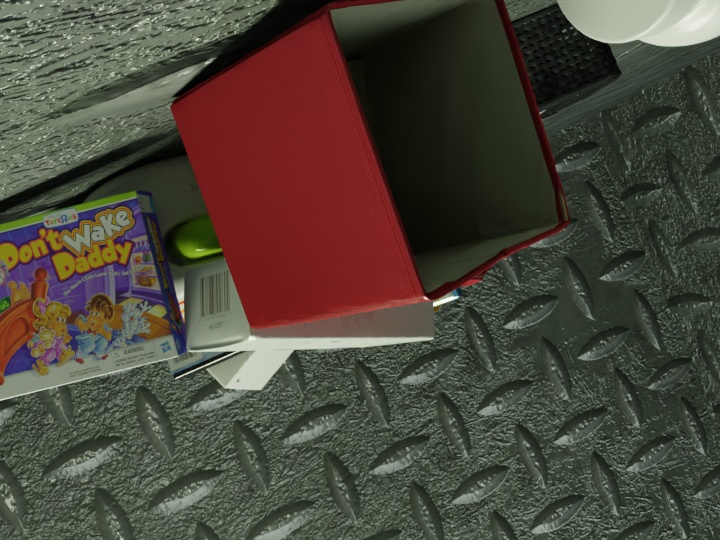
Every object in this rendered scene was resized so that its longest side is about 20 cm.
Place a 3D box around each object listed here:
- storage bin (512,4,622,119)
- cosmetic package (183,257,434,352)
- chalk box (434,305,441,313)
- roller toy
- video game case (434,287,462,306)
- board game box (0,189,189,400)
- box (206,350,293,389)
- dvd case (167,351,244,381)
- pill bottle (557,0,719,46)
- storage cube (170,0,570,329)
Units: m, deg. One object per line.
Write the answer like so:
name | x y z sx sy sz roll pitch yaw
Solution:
storage bin | 0.158 -0.201 0.889 0.200 0.094 0.135 -23 180 -9
cosmetic package | -0.039 0.030 0.699 0.200 0.074 0.102 5 168 -41
chalk box | 0.009 0.008 1.152 0.200 0.125 0.124 -7 -158 35
roller toy | -0.173 -0.026 0.790 0.200 0.140 0.182 -24 170 17
video game case | 0.000 0.000 0.962 0.200 0.143 0.018 -22 -167 28
board game box | -0.253 0.025 0.661 0.199 0.135 0.045 -14 -178 2
box | -0.162 0.026 0.949 0.124 0.200 0.097 -50 161 4
dvd case | -0.167 0.000 0.893 0.142 0.200 0.018 -24 164 11
pill bottle | 0.218 -0.208 0.522 0.200 0.120 0.120 -25 -179 -34
storage cube | 0.006 -0.077 0.571 0.171 0.201 0.180 -25 -172 -42
